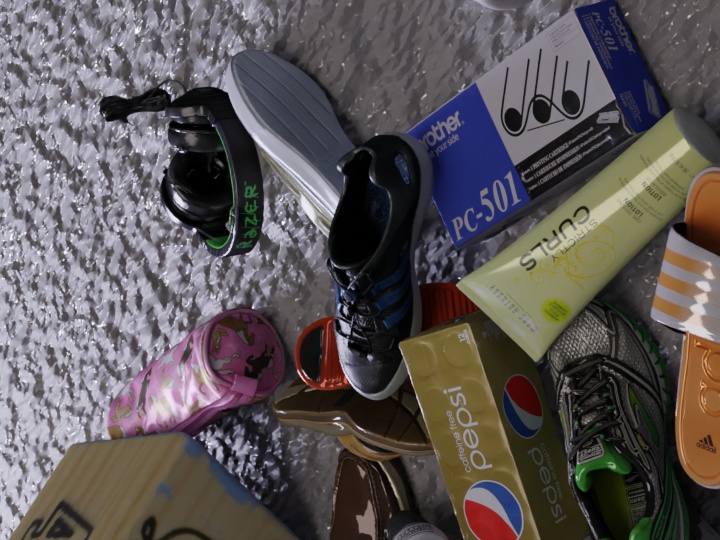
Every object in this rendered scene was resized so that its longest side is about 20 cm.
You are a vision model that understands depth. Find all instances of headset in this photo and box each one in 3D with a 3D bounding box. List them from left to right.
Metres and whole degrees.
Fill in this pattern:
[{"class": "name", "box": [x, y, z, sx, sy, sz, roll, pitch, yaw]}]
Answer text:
[{"class": "headset", "box": [-0.140, -0.092, 1.640, 0.200, 0.093, 0.124, -126, 35, -47]}]

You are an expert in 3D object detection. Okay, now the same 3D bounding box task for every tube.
[{"class": "tube", "box": [0.155, -0.024, 1.332, 0.200, 0.052, 0.058, -43, 55, 29]}]

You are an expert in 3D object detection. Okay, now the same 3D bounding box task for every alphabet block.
[{"class": "alphabet block", "box": [-0.188, 0.276, 1.720, 0.195, 0.201, 0.196, 45, 147, -24]}]

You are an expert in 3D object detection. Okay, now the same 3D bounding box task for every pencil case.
[{"class": "pencil case", "box": [-0.142, 0.103, 1.738, 0.200, 0.082, 0.087, -38, 77, 48]}]

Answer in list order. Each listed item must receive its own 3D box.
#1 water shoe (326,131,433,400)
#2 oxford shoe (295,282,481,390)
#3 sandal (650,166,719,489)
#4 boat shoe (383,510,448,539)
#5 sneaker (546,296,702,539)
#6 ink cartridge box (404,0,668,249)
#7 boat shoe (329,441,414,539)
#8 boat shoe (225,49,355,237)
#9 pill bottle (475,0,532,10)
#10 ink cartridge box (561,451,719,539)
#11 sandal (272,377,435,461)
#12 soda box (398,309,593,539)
[{"class": "water shoe", "box": [0.000, 0.000, 1.452, 0.071, 0.079, 0.202, 16, 110, 33]}, {"class": "oxford shoe", "box": [0.050, 0.050, 1.524, 0.199, 0.072, 0.072, -8, 82, 32]}, {"class": "sandal", "box": [0.217, 0.042, 1.261, 0.079, 0.059, 0.209, 15, 109, 44]}, {"class": "boat shoe", "box": [0.053, 0.281, 1.613, 0.066, 0.069, 0.201, -130, 23, -64]}, {"class": "sneaker", "box": [0.171, 0.107, 1.362, 0.078, 0.085, 0.201, -27, 69, 23]}, {"class": "ink cartridge box", "box": [0.118, -0.097, 1.393, 0.200, 0.044, 0.095, -33, 79, 50]}, {"class": "boat shoe", "box": [0.002, 0.241, 1.640, 0.074, 0.075, 0.204, 7, 111, 46]}, {"class": "boat shoe", "box": [-0.042, -0.083, 1.558, 0.200, 0.072, 0.062, 51, 142, 18]}, {"class": "pill bottle", "box": [0.045, -0.264, 1.350, 0.200, 0.113, 0.115, 36, 130, 33]}, {"class": "ink cartridge box", "box": [0.197, 0.236, 1.447, 0.200, 0.043, 0.174, 47, 134, 25]}, {"class": "sandal", "box": [0.010, 0.119, 1.586, 0.199, 0.080, 0.054, 4, 124, 49]}, {"class": "soda box", "box": [0.098, 0.129, 1.426, 0.067, 0.064, 0.202, -17, 92, 39]}]
